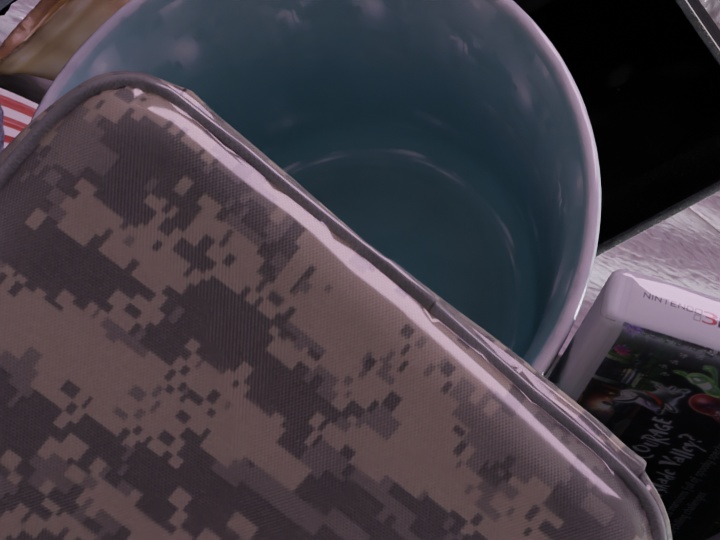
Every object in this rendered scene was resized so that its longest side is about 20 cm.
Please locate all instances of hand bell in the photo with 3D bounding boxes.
[{"bbox_3d":[-0.061,-0.057,1.285,0.200,0.104,0.104,46,10,-13],"label":"hand bell"}]

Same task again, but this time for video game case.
[{"bbox_3d":[0.141,0.074,0.937,0.182,0.023,0.200,17,-27,-3],"label":"video game case"}]

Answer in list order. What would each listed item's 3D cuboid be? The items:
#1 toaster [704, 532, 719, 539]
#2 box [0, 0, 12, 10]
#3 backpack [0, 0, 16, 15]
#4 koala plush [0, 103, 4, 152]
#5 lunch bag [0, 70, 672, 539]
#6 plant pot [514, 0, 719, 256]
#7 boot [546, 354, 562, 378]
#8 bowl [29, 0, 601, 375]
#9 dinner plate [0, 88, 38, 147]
[{"bbox_3d":[0.171,0.164,0.874,0.200,0.114,0.129,54,13,-38],"label":"toaster"},{"bbox_3d":[-0.178,-0.161,1.064,0.158,0.200,0.051,28,51,-29],"label":"box"},{"bbox_3d":[-0.196,-0.187,1.236,0.126,0.167,0.200,8,16,-3],"label":"backpack"},{"bbox_3d":[-0.157,-0.116,0.915,0.184,0.200,0.177,25,15,-40],"label":"koala plush"},{"bbox_3d":[-0.031,0.060,0.738,0.200,0.139,0.168,38,-5,-1],"label":"lunch bag"},{"bbox_3d":[0.043,-0.119,1.265,0.200,0.200,0.178,52,19,-26],"label":"plant pot"},{"bbox_3d":[0.114,0.070,1.165,0.200,0.074,0.075,16,-2,9],"label":"boot"},{"bbox_3d":[-0.010,-0.002,0.964,0.201,0.201,0.105,40,-5,23],"label":"bowl"},{"bbox_3d":[-0.091,-0.010,1.108,0.200,0.024,0.200,34,13,-9],"label":"dinner plate"}]
